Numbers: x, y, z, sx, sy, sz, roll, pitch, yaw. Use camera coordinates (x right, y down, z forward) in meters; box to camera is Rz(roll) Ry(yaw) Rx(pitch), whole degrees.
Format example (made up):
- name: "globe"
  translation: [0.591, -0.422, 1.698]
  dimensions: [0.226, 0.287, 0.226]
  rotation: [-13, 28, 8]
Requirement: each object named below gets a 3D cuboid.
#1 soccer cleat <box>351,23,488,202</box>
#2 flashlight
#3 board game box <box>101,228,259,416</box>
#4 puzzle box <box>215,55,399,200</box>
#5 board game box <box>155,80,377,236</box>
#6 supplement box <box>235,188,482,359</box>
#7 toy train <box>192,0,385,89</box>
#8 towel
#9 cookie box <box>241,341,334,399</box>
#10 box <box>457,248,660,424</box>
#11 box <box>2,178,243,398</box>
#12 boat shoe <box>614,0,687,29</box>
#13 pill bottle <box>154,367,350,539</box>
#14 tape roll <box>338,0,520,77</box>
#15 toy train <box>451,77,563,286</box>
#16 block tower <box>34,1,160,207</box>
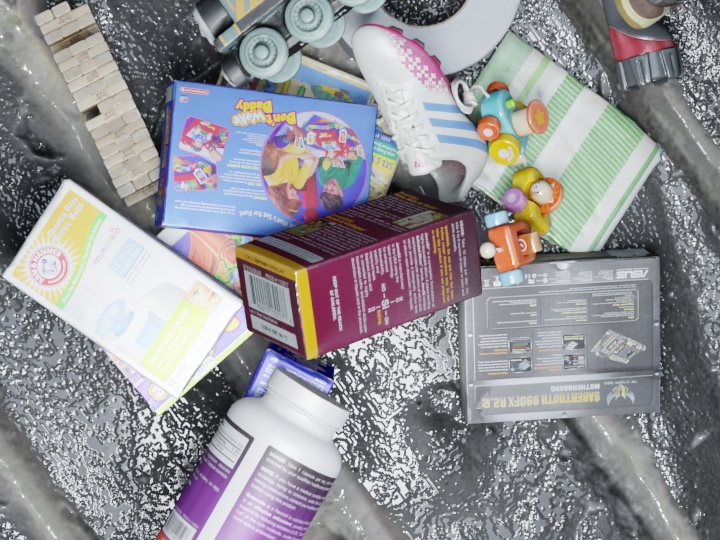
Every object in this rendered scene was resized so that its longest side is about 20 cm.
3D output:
- name: "soccer cleat"
  translation: [0.054, -0.145, 1.600]
  dimensions: [0.200, 0.069, 0.087]
  rotation: [45, 57, -33]
- name: "flashlight"
  translation: [0.267, -0.281, 1.677]
  dimensions: [0.067, 0.068, 0.203]
  rotation: [-12, 91, -30]
- name: "board game box"
  translation: [-0.165, 0.024, 1.664]
  dimensions: [0.200, 0.045, 0.135]
  rotation: [-41, 94, -2]
- name: "puzzle box"
  translation: [-0.055, -0.139, 1.677]
  dimensions: [0.198, 0.025, 0.135]
  rotation: [21, 91, -4]
- name: "board game box"
  translation: [-0.089, -0.099, 1.613]
  dimensions: [0.197, 0.045, 0.136]
  rotation: [6, 89, -17]
- name: "supplement box"
  translation: [0.000, 0.000, 1.546]
  dimensions: [0.198, 0.110, 0.087]
  rotation: [-19, 113, -30]
- name: "toy train"
  translation: [-0.060, -0.256, 1.550]
  dimensions: [0.199, 0.085, 0.115]
  rotation: [-37, 85, 11]
- name: "towel"
  translation: [0.187, -0.119, 1.697]
  dimensions: [0.199, 0.023, 0.153]
  rotation: [34, 88, -3]
- name: "cookie box"
  translation: [-0.096, 0.175, 1.611]
  dimensions: [0.075, 0.171, 0.202]
  rotation: [25, 90, -1]
- name: "box"
  translation: [0.196, 0.064, 1.676]
  dimensions: [0.197, 0.048, 0.161]
  rotation: [-4, 102, -4]
- name: "box"
  translation: [-0.220, 0.016, 1.586]
  dimensions: [0.199, 0.101, 0.113]
  rotation: [36, 88, -4]
- name: "boat shoe"
  translation: [0.327, -0.301, 1.645]
  dimensions: [0.200, 0.065, 0.074]
  rotation: [-45, 107, -29]
- name: "pill bottle"
  translation: [-0.090, 0.190, 1.471]
  dimensions: [0.112, 0.112, 0.201]
  rotation: [30, 90, -4]
- name: "tape roll"
  translation: [0.057, -0.286, 1.662]
  dimensions: [0.197, 0.066, 0.203]
  rotation: [0, 92, -5]
- name: "toy train"
  translation: [0.150, -0.091, 1.610]
  dimensions: [0.055, 0.150, 0.203]
  rotation: [-14, 86, 27]
- name: "block tower"
  translation: [-0.248, -0.164, 1.649]
  dimensions: [0.054, 0.058, 0.202]
  rotation: [-26, 94, -2]
